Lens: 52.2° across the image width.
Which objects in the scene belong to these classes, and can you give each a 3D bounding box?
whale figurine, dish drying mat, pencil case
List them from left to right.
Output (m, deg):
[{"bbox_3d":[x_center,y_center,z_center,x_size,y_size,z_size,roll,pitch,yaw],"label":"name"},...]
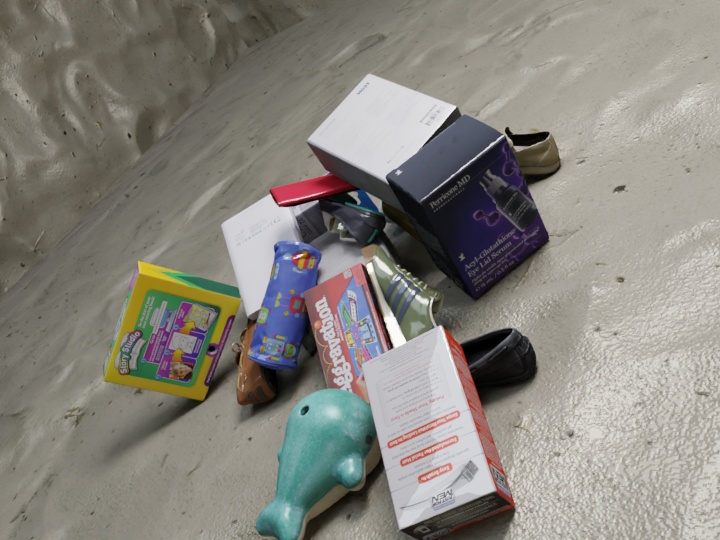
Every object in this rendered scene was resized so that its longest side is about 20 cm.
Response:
[{"bbox_3d":[-0.116,0.051,1.125,0.087,0.078,0.201,4,79,52],"label":"pencil case"},{"bbox_3d":[-0.060,0.231,0.892,0.159,0.104,0.200,2,46,50],"label":"whale figurine"},{"bbox_3d":[-0.043,-0.138,1.183,0.199,0.018,0.077,-16,28,-11],"label":"dish drying mat"}]

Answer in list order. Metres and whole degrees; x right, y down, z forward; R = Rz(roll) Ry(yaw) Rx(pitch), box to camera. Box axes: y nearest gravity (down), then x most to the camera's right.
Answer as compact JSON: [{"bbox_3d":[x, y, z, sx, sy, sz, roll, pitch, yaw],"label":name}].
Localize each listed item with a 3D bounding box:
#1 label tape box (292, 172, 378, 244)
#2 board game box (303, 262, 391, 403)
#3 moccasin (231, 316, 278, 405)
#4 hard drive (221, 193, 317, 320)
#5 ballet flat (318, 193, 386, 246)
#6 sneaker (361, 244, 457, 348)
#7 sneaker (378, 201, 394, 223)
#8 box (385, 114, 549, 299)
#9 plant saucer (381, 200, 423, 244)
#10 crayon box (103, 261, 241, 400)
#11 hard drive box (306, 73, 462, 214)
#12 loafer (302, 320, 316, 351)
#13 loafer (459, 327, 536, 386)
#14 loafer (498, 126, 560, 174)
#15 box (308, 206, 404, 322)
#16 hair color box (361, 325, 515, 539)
[{"bbox_3d":[-0.072,-0.081,1.335,0.200,0.143,0.066,-30,42,12],"label":"label tape box"},{"bbox_3d":[-0.013,0.097,1.029,0.103,0.019,0.201,-28,60,18],"label":"board game box"},{"bbox_3d":[-0.176,0.144,1.206,0.077,0.074,0.202,-23,39,9],"label":"moccasin"},{"bbox_3d":[-0.157,-0.030,1.247,0.132,0.025,0.200,-29,57,11],"label":"hard drive"},{"bbox_3d":[-0.026,-0.086,1.177,0.073,0.073,0.200,-41,33,-9],"label":"ballet flat"},{"bbox_3d":[0.072,0.042,1.016,0.090,0.067,0.201,-21,62,4],"label":"sneaker"},{"bbox_3d":[0.093,-0.152,1.361,0.200,0.076,0.080,-47,18,-29],"label":"sneaker"},{"bbox_3d":[0.151,-0.087,1.025,0.148,0.200,0.104,-39,38,-4],"label":"box"},{"bbox_3d":[0.113,-0.140,1.166,0.200,0.048,0.201,41,116,46],"label":"plant saucer"},{"bbox_3d":[-0.314,0.104,1.219,0.201,0.172,0.058,-67,23,14],"label":"crayon box"},{"bbox_3d":[0.041,-0.198,1.114,0.156,0.077,0.200,-48,49,-9],"label":"hard drive box"},{"bbox_3d":[-0.096,0.063,1.241,0.070,0.075,0.200,-33,36,-5],"label":"loafer"},{"bbox_3d":[0.114,0.116,0.902,0.200,0.071,0.068,-20,30,26],"label":"loafer"},{"bbox_3d":[0.223,-0.196,1.191,0.199,0.068,0.076,-2,37,5],"label":"loafer"},{"bbox_3d":[0.000,0.000,1.188,0.124,0.098,0.200,-32,27,7],"label":"box"},{"bbox_3d":[0.079,0.174,0.797,0.111,0.064,0.201,-28,48,17],"label":"hair color box"}]
